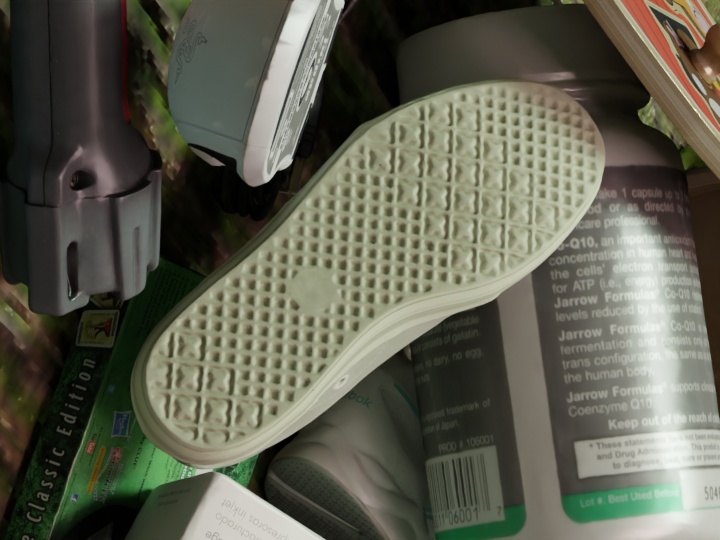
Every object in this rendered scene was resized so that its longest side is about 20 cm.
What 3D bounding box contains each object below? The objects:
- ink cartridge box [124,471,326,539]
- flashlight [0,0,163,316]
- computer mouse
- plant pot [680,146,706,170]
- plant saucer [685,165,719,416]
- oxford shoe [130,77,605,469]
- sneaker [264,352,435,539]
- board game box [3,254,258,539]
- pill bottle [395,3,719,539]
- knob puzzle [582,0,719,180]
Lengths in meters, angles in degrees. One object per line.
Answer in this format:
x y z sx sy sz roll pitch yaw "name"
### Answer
-0.059 0.183 0.921 0.117 0.067 0.201 33 72 -16 "ink cartridge box"
-0.086 -0.093 0.868 0.067 0.068 0.201 -12 119 -24 "flashlight"
-0.034 -0.070 0.907 0.200 0.044 0.110 -28 138 -87 "computer mouse"
0.224 0.021 1.264 0.201 0.199 0.185 -50 128 -31 "plant pot"
0.172 0.041 1.180 0.030 0.198 0.201 -59 148 -57 "plant saucer"
0.000 0.000 0.956 0.200 0.075 0.058 -37 174 -20 "oxford shoe"
0.032 0.111 1.107 0.080 0.070 0.201 -57 142 -29 "sneaker"
-0.085 0.097 0.973 0.105 0.023 0.201 27 81 -53 "board game box"
0.072 0.009 1.039 0.113 0.112 0.202 3 78 -55 "pill bottle"
0.120 -0.098 1.036 0.030 0.221 0.219 -34 148 16 "knob puzzle"
